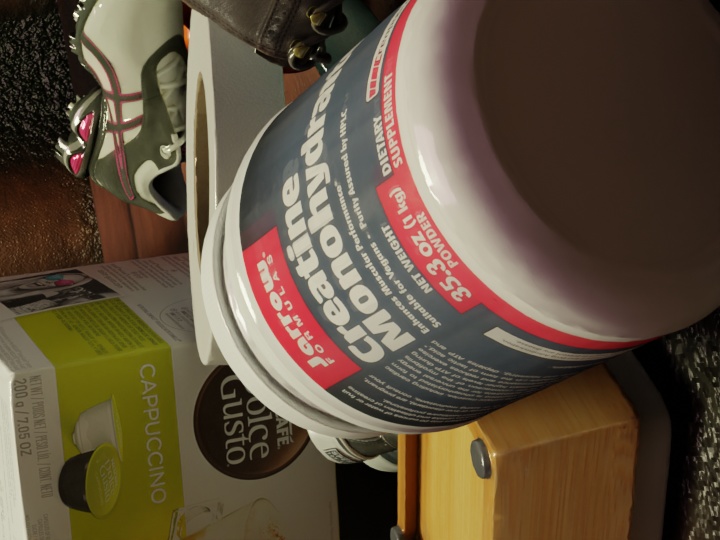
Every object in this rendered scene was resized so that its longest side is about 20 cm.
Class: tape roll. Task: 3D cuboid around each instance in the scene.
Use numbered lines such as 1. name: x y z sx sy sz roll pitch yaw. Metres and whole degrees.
1. tape roll: -0.067 -0.050 0.885 0.203 0.037 0.204 178 90 -81

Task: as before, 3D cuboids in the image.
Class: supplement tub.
1. supplement tub: 0.036 -0.021 0.604 0.200 0.140 0.141 -33 66 56

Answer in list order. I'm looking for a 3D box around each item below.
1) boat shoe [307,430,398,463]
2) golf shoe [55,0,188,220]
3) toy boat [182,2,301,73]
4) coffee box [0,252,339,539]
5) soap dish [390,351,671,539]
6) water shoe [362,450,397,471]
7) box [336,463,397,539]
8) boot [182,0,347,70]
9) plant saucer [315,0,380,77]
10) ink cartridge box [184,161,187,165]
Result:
1. boat shoe: 0.000 0.000 0.906 0.063 0.071 0.201 -20 74 37
2. golf shoe: -0.121 -0.113 0.990 0.088 0.077 0.200 37 145 14
3. toy boat: -0.098 -0.151 1.089 0.131 0.130 0.200 -61 16 -1
4. coffee box: -0.139 0.114 1.063 0.200 0.197 0.201 -152 57 -62
5. soap dish: 0.070 0.099 0.766 0.158 0.081 0.201 -118 22 -51
6. water shoe: 0.021 0.013 0.973 0.079 0.071 0.201 -30 66 46
7. box: -0.013 0.174 1.161 0.141 0.078 0.201 149 110 -72
8. boot: 0.009 -0.141 0.594 0.175 0.199 0.069 -62 -4 38
9. plant saucer: 0.014 -0.079 0.863 0.202 0.039 0.201 60 -178 -3
10. ink cartridge box: -0.058 -0.028 1.070 0.099 0.039 0.200 48 172 41
